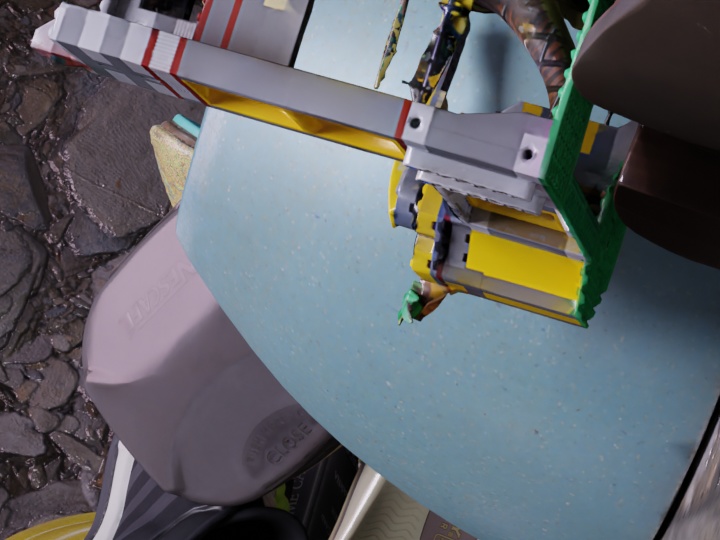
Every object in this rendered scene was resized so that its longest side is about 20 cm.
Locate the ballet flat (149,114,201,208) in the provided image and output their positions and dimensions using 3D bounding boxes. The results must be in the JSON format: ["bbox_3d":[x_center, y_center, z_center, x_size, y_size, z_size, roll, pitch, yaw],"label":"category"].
[{"bbox_3d":[-0.014,0.009,1.034,0.070,0.200,0.071,-23,54,35],"label":"ballet flat"}]

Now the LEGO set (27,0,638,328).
[{"bbox_3d":[0.011,-0.091,0.556,0.154,0.115,0.201,4,-78,-77],"label":"LEGO set"}]

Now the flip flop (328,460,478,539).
[{"bbox_3d":[0.015,0.121,0.804,0.201,0.081,0.058,-67,17,8],"label":"flip flop"}]

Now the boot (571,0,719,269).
[{"bbox_3d":[0.100,-0.110,0.495,0.186,0.064,0.201,107,-176,-81],"label":"boot"}]

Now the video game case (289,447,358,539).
[{"bbox_3d":[-0.007,0.139,0.991,0.143,0.019,0.201,65,-147,-46],"label":"video game case"}]

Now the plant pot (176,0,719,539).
[{"bbox_3d":[0.029,-0.033,0.706,0.200,0.134,0.201,-162,90,-89],"label":"plant pot"}]

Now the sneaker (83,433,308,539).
[{"bbox_3d":[-0.043,0.092,0.870,0.082,0.072,0.200,-19,27,30],"label":"sneaker"}]

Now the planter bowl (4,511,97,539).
[{"bbox_3d":[-0.072,0.166,1.020,0.084,0.199,0.201,123,166,-56],"label":"planter bowl"}]

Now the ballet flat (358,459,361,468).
[{"bbox_3d":[0.024,0.071,0.927,0.200,0.075,0.064,-66,-18,-79],"label":"ballet flat"}]

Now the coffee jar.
[{"bbox_3d":[0.000,0.000,0.868,0.104,0.085,0.200,-44,-7,33],"label":"coffee jar"}]
